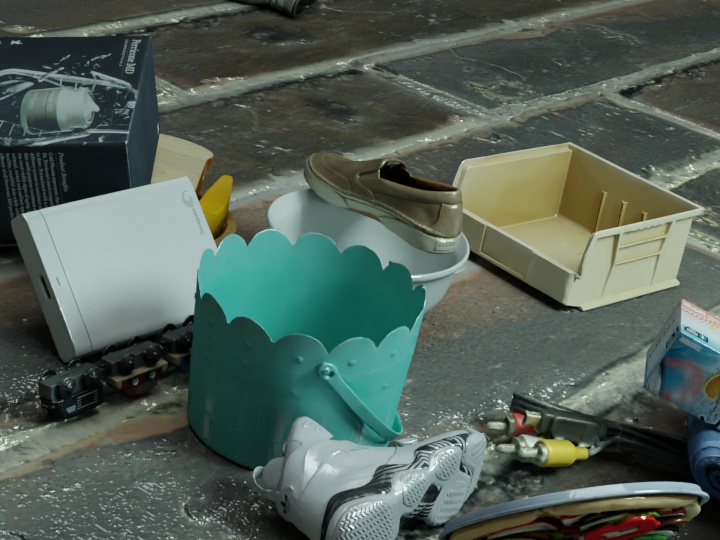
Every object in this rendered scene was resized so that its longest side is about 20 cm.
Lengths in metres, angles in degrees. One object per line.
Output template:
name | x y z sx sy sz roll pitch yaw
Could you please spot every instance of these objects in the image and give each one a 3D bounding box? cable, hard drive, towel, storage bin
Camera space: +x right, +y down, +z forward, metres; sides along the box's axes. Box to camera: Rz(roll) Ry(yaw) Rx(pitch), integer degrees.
cable | 0.202 0.150 1.480 0.198 0.051 0.097 14 13 -24
hard drive | -0.209 -0.005 1.537 0.027 0.133 0.199 -26 -5 41
towel | 0.332 0.149 1.482 0.111 0.049 0.200 29 27 -3
storage bin | 0.226 -0.051 1.852 0.197 0.095 0.199 -11 32 -42

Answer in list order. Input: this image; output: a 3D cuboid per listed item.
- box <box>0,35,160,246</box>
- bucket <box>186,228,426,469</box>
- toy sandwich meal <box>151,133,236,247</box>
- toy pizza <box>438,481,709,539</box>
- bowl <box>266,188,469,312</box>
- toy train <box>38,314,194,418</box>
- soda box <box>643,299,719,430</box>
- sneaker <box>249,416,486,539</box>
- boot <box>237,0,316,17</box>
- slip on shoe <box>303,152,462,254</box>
box | -0.304 -0.128 1.665 0.194 0.125 0.201 0 38 0
bucket | -0.049 0.068 1.410 0.204 0.136 0.208 9 24 -4
toy sandwich meal | -0.213 -0.076 1.745 0.202 0.071 0.206 9 24 -4
toy pizza | 0.155 0.188 1.238 0.198 0.032 0.200 -8 -17 -2
bowl | 0.000 0.000 1.642 0.198 0.091 0.202 10 23 -4
toy train | -0.188 0.082 1.432 0.034 0.046 0.199 18 26 36
soda box | 0.338 0.108 1.434 0.198 0.064 0.069 29 26 -1
sneaker | 0.008 0.152 1.320 0.114 0.076 0.199 28 32 29
boot | -0.120 -0.443 2.636 0.129 0.068 0.200 18 32 5
slip on shoe | 0.023 -0.082 1.646 0.075 0.061 0.199 -10 31 -39
